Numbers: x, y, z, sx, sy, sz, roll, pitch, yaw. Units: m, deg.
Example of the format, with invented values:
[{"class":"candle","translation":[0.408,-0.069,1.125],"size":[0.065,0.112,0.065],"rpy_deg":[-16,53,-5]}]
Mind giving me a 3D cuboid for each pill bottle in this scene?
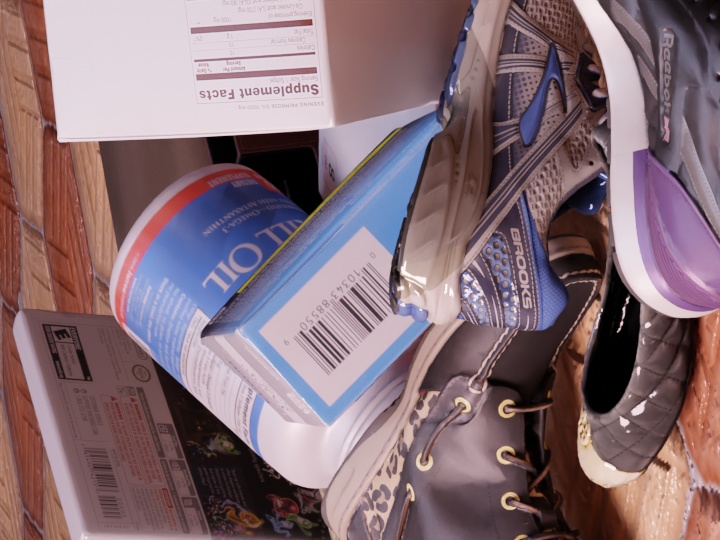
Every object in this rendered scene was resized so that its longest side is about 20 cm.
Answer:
[{"class":"pill bottle","translation":[-0.029,0.041,1.456],"size":[0.200,0.112,0.113],"rpy_deg":[39,141,30]}]

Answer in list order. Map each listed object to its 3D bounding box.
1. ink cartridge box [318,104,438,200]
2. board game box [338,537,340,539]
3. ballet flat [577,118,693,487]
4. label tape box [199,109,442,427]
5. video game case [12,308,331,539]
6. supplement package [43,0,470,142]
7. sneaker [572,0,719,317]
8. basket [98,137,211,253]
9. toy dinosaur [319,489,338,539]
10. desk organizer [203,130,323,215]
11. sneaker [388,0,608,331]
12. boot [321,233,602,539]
[{"class":"ink cartridge box","translation":[0.025,-0.070,1.422],"size":[0.200,0.057,0.164],"rpy_deg":[-114,23,-59]},{"class":"board game box","translation":[0.040,0.224,1.483],"size":[0.165,0.056,0.202],"rpy_deg":[-148,53,-73]},{"class":"ballet flat","translation":[0.106,0.009,1.141],"size":[0.067,0.056,0.201],"rpy_deg":[-113,22,-47]},{"class":"label tape box","translation":[0.000,0.000,1.309],"size":[0.066,0.143,0.200],"rpy_deg":[45,172,-3]},{"class":"video game case","translation":[-0.108,0.102,1.727],"size":[0.201,0.181,0.023],"rpy_deg":[-113,37,-45]},{"class":"supplement package","translation":[-0.035,-0.169,1.247],"size":[0.146,0.191,0.202],"rpy_deg":[-1,98,30]},{"class":"sneaker","translation":[0.130,-0.088,1.024],"size":[0.087,0.075,0.202],"rpy_deg":[-17,83,59]},{"class":"basket","translation":[-0.102,-0.105,1.716],"size":[0.181,0.135,0.201],"rpy_deg":[-99,5,-64]},{"class":"toy dinosaur","translation":[-0.025,0.220,1.652],"size":[0.047,0.087,0.202],"rpy_deg":[-163,67,-83]},{"class":"desk organizer","translation":[-0.029,-0.026,1.575],"size":[0.072,0.076,0.201],"rpy_deg":[107,151,-56]},{"class":"sneaker","translation":[0.074,-0.062,1.182],"size":[0.077,0.085,0.201],"rpy_deg":[108,178,-72]},{"class":"boot","translation":[0.075,0.098,1.256],"size":[0.200,0.073,0.151],"rpy_deg":[-53,57,29]}]
